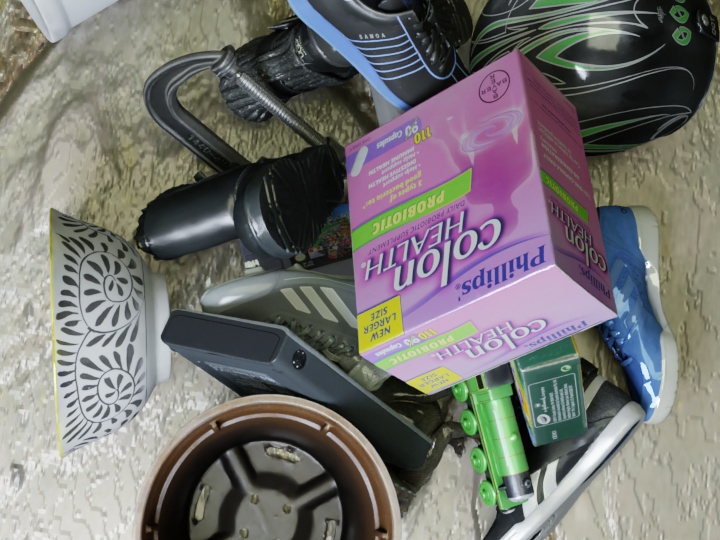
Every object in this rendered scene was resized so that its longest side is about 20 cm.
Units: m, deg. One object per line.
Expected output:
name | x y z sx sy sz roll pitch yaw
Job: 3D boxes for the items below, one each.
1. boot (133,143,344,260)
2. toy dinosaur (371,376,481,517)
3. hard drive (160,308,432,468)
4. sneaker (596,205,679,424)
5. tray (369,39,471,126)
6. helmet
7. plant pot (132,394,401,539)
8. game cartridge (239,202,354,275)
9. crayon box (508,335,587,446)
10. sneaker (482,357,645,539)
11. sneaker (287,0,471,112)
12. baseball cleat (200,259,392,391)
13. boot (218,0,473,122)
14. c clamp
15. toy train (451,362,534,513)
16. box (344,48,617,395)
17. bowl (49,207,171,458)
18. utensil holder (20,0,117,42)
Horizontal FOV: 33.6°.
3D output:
boot | -0.110 -0.046 0.973 0.160 0.198 0.074 -14 105 19
toy dinosaur | 0.047 0.121 1.052 0.101 0.077 0.203 -4 85 -19
hard drive | -0.049 0.098 0.962 0.200 0.138 0.033 42 65 -41
sneaker | 0.218 0.039 1.077 0.109 0.077 0.203 0 77 -11
tray | 0.054 -0.214 1.131 0.106 0.022 0.203 -12 83 -6
helmet | 0.197 -0.194 1.067 0.188 0.200 0.203 -1 81 -23
plant pot | -0.075 0.209 0.964 0.197 0.198 0.203 1 80 -5
game cartridge | 0.000 0.000 1.072 0.197 0.038 0.131 -16 71 -8
crayon box | 0.138 0.029 1.014 0.051 0.126 0.202 -15 53 3
sneaker | 0.150 0.165 1.066 0.200 0.073 0.112 -48 65 2
sneaker | 0.034 -0.189 0.952 0.199 0.077 0.071 31 59 -30
baseball cleat | -0.029 0.048 0.968 0.197 0.070 0.108 -2 67 -25
boot | -0.014 -0.203 1.075 0.210 0.157 0.080 -16 85 -42
c clamp | -0.083 -0.129 1.032 0.199 0.170 0.027 34 50 -24
toy train | 0.106 0.104 1.005 0.041 0.056 0.203 -12 83 -29
box | 0.087 -0.035 0.931 0.175 0.096 0.202 -26 53 30
bowl | -0.205 0.048 0.983 0.093 0.201 0.204 -3 81 -14
utensil holder | -0.231 -0.326 1.051 0.199 0.170 0.171 -33 85 -12
